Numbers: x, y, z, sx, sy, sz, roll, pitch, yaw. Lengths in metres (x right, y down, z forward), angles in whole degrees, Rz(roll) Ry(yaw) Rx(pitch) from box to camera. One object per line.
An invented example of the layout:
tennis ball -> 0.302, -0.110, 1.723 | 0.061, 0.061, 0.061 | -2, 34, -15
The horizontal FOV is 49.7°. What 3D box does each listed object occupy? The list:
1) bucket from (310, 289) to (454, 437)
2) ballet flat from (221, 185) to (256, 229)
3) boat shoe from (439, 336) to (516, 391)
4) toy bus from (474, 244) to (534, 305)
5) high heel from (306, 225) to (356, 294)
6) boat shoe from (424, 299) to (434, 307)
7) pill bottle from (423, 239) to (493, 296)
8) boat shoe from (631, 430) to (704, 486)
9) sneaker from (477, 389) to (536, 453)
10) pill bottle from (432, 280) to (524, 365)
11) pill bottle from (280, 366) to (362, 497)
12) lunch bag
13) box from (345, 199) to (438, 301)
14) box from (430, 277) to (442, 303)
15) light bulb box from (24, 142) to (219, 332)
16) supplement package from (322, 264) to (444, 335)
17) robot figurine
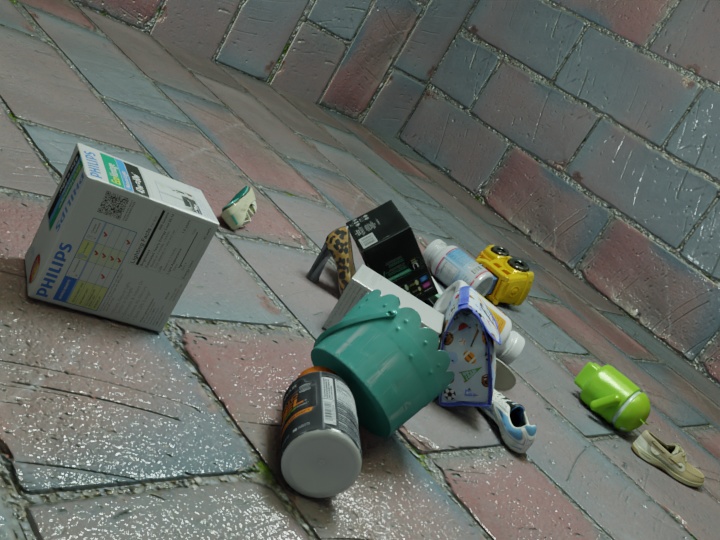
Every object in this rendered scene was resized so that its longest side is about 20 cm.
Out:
bucket -> 0.029, 0.146, 1.200 | 0.207, 0.135, 0.207 | 40, -25, 24
ballet flat -> -0.270, -0.138, 1.763 | 0.069, 0.070, 0.200 | 30, 19, -6
boat shoe -> 0.249, 0.196, 1.697 | 0.200, 0.073, 0.063 | 26, 20, -4
toy bus -> 0.398, 0.018, 2.391 | 0.192, 0.136, 0.200 | -5, 35, -38
high heel -> 0.000, 0.000, 1.684 | 0.200, 0.143, 0.071 | 29, 17, -9
boat shoe -> 0.187, 0.126, 1.799 | 0.200, 0.062, 0.075 | 43, 18, 27
pill bottle -> 0.275, -0.001, 2.226 | 0.200, 0.109, 0.109 | 41, 19, 28
boat shoe -> 0.749, 0.450, 1.862 | 0.200, 0.065, 0.072 | 30, 17, -5
sneaker -> 0.286, 0.275, 1.537 | 0.072, 0.073, 0.200 | 19, 20, -31
pill bottle -> 0.264, 0.123, 1.727 | 0.200, 0.111, 0.111 | 38, 16, -8
pill bottle -> -0.056, 0.209, 1.068 | 0.106, 0.106, 0.200 | 27, 17, -14
lunch bag -> 0.212, 0.143, 1.519 | 0.123, 0.201, 0.170 | -2, 12, 9
box -> 0.073, -0.028, 1.773 | 0.200, 0.124, 0.149 | 63, -1, -34
box -> 0.121, 0.023, 2.017 | 0.200, 0.036, 0.144 | 23, 19, -24
light bulb box -> -0.344, -0.043, 1.115 | 0.200, 0.199, 0.125 | 21, 18, -35
supplement package -> 0.049, 0.100, 1.529 | 0.200, 0.121, 0.120 | 31, 16, 1
robot figurine -> 0.636, 0.318, 1.946 | 0.200, 0.116, 0.175 | 42, 11, 30
